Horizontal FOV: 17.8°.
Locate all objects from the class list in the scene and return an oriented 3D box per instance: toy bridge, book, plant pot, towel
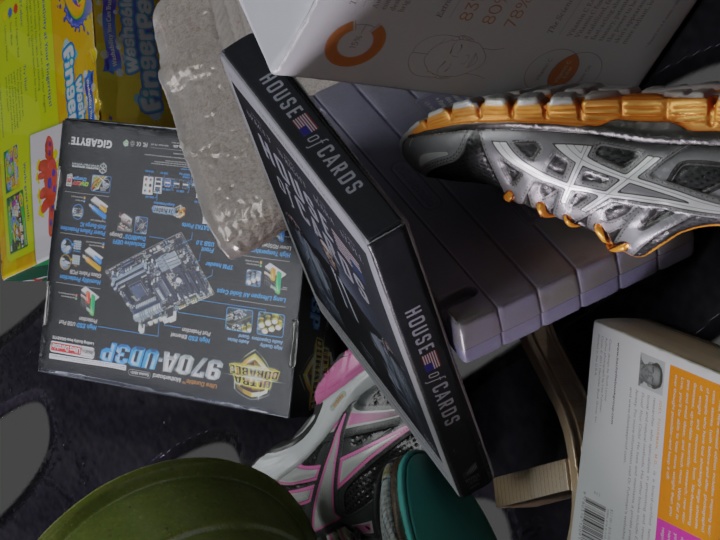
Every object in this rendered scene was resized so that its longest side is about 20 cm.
[{"bbox_3d":[0.094,0.105,1.135,0.067,0.027,0.200,-23,69,54],"label":"toy bridge"},{"bbox_3d":[0.164,0.108,1.011,0.200,0.048,0.134,23,110,56],"label":"book"},{"bbox_3d":[-0.056,0.221,1.134,0.190,0.200,0.200,32,114,50],"label":"plant pot"},{"bbox_3d":[-0.046,-0.114,1.305,0.132,0.034,0.200,-31,52,16],"label":"towel"}]

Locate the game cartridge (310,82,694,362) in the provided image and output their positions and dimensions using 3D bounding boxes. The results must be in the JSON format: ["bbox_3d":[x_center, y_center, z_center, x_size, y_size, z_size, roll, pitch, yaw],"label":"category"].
[{"bbox_3d":[0.059,-0.044,1.119,0.200,0.130,0.038,52,157,46],"label":"game cartridge"}]

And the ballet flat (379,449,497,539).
[{"bbox_3d":[0.047,0.178,1.108,0.072,0.072,0.200,-61,43,34],"label":"ballet flat"}]

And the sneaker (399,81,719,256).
[{"bbox_3d":[0.111,-0.044,1.025,0.200,0.078,0.077,3,102,26],"label":"sneaker"}]

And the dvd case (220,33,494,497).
[{"bbox_3d":[0.000,0.000,1.089,0.150,0.025,0.200,53,169,40],"label":"dvd case"}]

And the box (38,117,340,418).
[{"bbox_3d":[-0.099,-0.005,1.367,0.200,0.046,0.159,7,93,35],"label":"box"}]

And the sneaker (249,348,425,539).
[{"bbox_3d":[-0.004,0.120,1.246,0.086,0.080,0.200,57,141,24],"label":"sneaker"}]

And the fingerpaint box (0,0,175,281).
[{"bbox_3d":[-0.181,-0.105,1.539,0.167,0.073,0.200,-21,72,56],"label":"fingerpaint box"}]

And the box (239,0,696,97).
[{"bbox_3d":[0.054,-0.156,1.063,0.124,0.200,0.098,-57,43,36],"label":"box"}]
